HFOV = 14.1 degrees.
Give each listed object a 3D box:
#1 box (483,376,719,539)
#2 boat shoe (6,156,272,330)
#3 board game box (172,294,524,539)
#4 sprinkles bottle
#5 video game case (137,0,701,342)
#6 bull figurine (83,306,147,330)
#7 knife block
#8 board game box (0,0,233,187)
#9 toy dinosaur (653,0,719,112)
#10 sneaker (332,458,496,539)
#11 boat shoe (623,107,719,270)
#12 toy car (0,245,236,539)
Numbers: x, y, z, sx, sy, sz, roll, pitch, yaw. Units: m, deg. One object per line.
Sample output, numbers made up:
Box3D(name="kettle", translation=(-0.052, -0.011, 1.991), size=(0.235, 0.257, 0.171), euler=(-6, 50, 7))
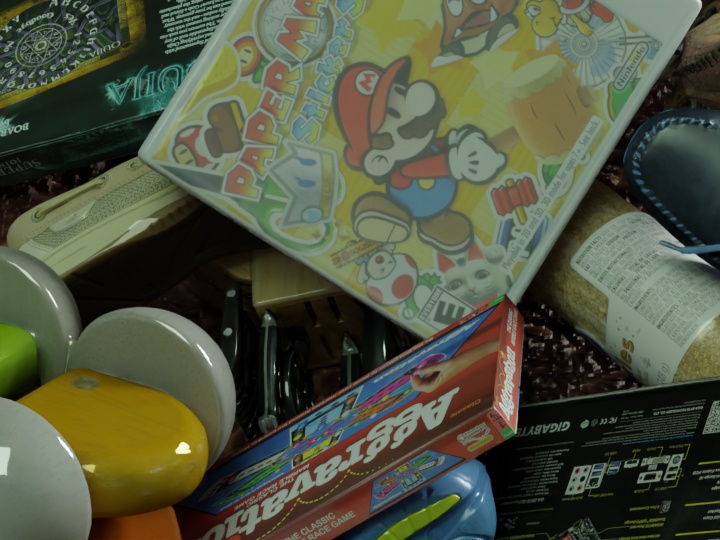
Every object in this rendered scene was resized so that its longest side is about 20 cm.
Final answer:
Box3D(name="box", translation=(0.119, 0.125, 1.235), size=(0.200, 0.049, 0.160), euler=(-12, 49, 46))
Box3D(name="boat shoe", translation=(-0.074, -0.042, 1.371), size=(0.200, 0.072, 0.065), euler=(-29, 54, 3))
Box3D(name="board game box", translation=(-0.016, 0.088, 1.282), size=(0.200, 0.019, 0.103), euler=(-31, 21, 19))
Box3D(name="sprinkles bottle", translation=(0.132, 0.013, 1.349), size=(0.068, 0.068, 0.200), euler=(-42, 55, -13))
Box3D(name="video game case", translation=(0.028, -0.086, 1.318), size=(0.182, 0.023, 0.200), euler=(32, 88, -6))
Box3D(name="bull figurine", translation=(-0.156, 0.098, 1.377), size=(0.121, 0.065, 0.200), euler=(4, 58, 13))
Box3D(name="knife block", translation=(0.000, 0.000, 1.402), size=(0.176, 0.064, 0.200), euler=(32, 70, 31))
Box3D(name="board game box", translation=(-0.136, -0.115, 1.521), size=(0.200, 0.028, 0.135), euler=(-13, 52, 20))
Box3D(name="toy dinosaur", translation=(0.184, -0.098, 1.363), size=(0.135, 0.200, 0.086), euler=(8, 89, 23))
Box3D(name="sneaker", translation=(-0.020, 0.145, 1.298), size=(0.200, 0.071, 0.083), euler=(-36, 13, 16))
Box3D(name="boat shoe", translation=(0.210, -0.013, 1.287), size=(0.200, 0.069, 0.084), euler=(25, 102, 1))
Box3D(name="toy car", translation=(-0.161, 0.089, 1.269), size=(0.200, 0.150, 0.175), euler=(21, 28, 24))
